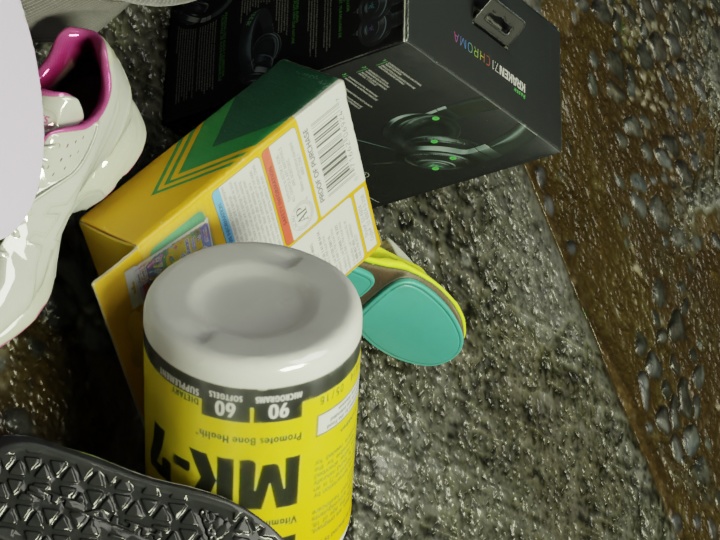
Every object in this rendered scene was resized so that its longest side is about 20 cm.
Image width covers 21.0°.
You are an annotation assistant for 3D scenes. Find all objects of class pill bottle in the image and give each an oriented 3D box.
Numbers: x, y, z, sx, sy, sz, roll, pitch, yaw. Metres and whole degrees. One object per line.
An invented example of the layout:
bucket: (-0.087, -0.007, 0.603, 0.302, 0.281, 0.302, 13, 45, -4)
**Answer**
pill bottle: (-0.059, 0.096, 1.042, 0.114, 0.114, 0.200, -52, 152, -50)

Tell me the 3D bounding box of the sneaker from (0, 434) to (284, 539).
sneaker: (-0.118, 0.136, 0.991, 0.200, 0.083, 0.072, 30, 73, -11)

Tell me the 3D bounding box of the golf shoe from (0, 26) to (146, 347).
golf shoe: (-0.178, -0.043, 0.994, 0.092, 0.075, 0.200, 94, 18, -53)

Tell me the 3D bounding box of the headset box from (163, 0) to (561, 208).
headset box: (0.010, -0.123, 1.213, 0.174, 0.200, 0.093, 28, 56, -46)

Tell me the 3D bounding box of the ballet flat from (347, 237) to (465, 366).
ballet flat: (0.000, 0.000, 1.279, 0.200, 0.067, 0.067, 29, 34, -45)

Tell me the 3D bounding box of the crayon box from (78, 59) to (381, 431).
crayon box: (-0.080, -0.013, 1.100, 0.200, 0.052, 0.126, -42, 137, -30)

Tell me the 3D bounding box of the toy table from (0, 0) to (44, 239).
toy table: (-0.240, -0.100, 0.922, 0.184, 0.117, 0.201, -6, 84, -55)

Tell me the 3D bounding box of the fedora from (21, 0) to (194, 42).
fedora: (-0.179, -0.182, 1.037, 0.200, 0.090, 0.177, 19, 36, -37)
